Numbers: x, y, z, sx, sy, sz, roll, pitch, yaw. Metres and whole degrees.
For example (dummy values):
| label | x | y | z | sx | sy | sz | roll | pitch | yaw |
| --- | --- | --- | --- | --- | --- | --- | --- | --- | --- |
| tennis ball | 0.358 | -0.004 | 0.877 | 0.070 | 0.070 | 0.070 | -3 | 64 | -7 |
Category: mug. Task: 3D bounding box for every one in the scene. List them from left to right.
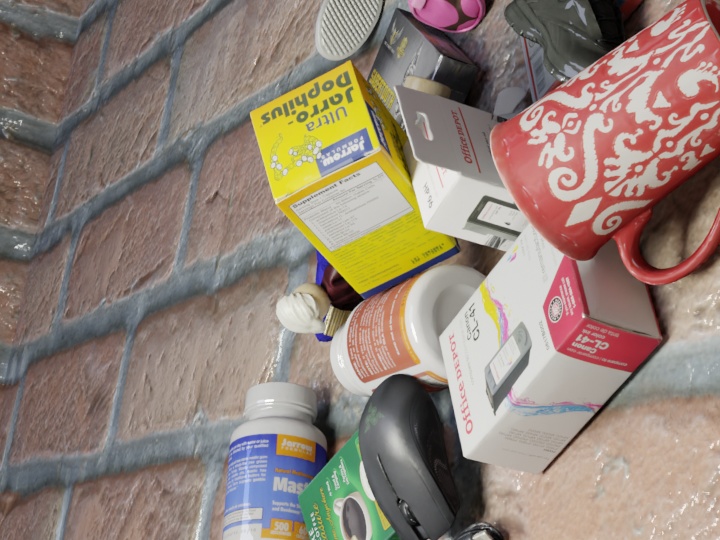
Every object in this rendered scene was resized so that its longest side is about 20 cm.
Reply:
| label | x | y | z | sx | sy | sz | roll | pitch | yaw |
| --- | --- | --- | --- | --- | --- | --- | --- | --- | --- |
| mug | 0.233 | -0.103 | 1.272 | 0.200 | 0.177 | 0.134 | -37 | 23 | 27 |

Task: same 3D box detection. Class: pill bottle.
| label | x | y | z | sx | sy | sz | roll | pitch | yaw |
| --- | --- | --- | --- | --- | --- | --- | --- | --- | --- |
| pill bottle | -0.094 | 0.231 | 1.803 | 0.112 | 0.112 | 0.201 | -38 | 43 | 53 |
| pill bottle | 0.051 | 0.068 | 1.585 | 0.200 | 0.112 | 0.113 | -25 | 54 | 59 |

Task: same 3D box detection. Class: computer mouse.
| label | x | y | z | sx | sy | sz | roll | pitch | yaw |
| --- | --- | --- | --- | --- | --- | --- | --- | --- | --- |
| computer mouse | 0.047 | 0.193 | 1.491 | 0.138 | 0.053 | 0.201 | -34 | 69 | 45 |

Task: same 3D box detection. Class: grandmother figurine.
| label | x | y | z | sx | sy | sz | roll | pitch | yaw |
| --- | --- | --- | --- | --- | --- | --- | --- | --- | --- |
| grandmother figurine | 0.000 | 0.000 | 1.654 | 0.061 | 0.200 | 0.122 | 42 | 159 | 37 |

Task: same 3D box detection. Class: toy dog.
| label | x | y | z | sx | sy | sz | roll | pitch | yaw |
| --- | --- | --- | --- | --- | --- | --- | --- | --- | --- |
| toy dog | 0.116 | -0.132 | 1.621 | 0.200 | 0.096 | 0.132 | 45 | 115 | 46 |

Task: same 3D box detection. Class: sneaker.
| label | x | y | z | sx | sy | sz | roll | pitch | yaw |
| --- | --- | --- | --- | --- | --- | --- | --- | --- | --- |
| sneaker | -0.017 | -0.349 | 2.042 | 0.114 | 0.072 | 0.201 | -13 | 54 | 67 |
| sneaker | 0.201 | -0.220 | 1.449 | 0.091 | 0.076 | 0.200 | -60 | 42 | 25 |

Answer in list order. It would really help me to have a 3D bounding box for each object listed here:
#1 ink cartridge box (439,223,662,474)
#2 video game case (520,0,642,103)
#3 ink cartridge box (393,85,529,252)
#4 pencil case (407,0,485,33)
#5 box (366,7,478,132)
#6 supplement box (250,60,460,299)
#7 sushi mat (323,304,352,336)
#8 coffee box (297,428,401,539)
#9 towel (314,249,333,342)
| label | x | y | z | sx | sy | sz | roll | pitch | yaw |
| --- | --- | --- | --- | --- | --- | --- | --- | --- | --- |
| ink cartridge box | 0.159 | 0.058 | 1.389 | 0.200 | 0.085 | 0.148 | -54 | 32 | 37 |
| video game case | 0.215 | -0.265 | 1.538 | 0.200 | 0.017 | 0.144 | -51 | 33 | 43 |
| ink cartridge box | 0.111 | -0.082 | 1.433 | 0.068 | 0.199 | 0.116 | -58 | 29 | 33 |
| pencil case | 0.093 | -0.363 | 1.771 | 0.091 | 0.093 | 0.201 | -41 | 41 | 51 |
| box | 0.053 | -0.188 | 1.793 | 0.200 | 0.048 | 0.159 | -119 | 48 | -63 |
| supplement box | -0.003 | -0.080 | 1.495 | 0.108 | 0.200 | 0.110 | -26 | 55 | 11 |
| sushi mat | 0.026 | -0.018 | 1.713 | 0.012 | 0.095 | 0.201 | 29 | 103 | 45 |
| coffee box | 0.010 | 0.233 | 1.630 | 0.200 | 0.044 | 0.123 | -52 | 47 | 41 |
| towel | -0.026 | -0.034 | 1.766 | 0.200 | 0.049 | 0.148 | 94 | -169 | -50 |
